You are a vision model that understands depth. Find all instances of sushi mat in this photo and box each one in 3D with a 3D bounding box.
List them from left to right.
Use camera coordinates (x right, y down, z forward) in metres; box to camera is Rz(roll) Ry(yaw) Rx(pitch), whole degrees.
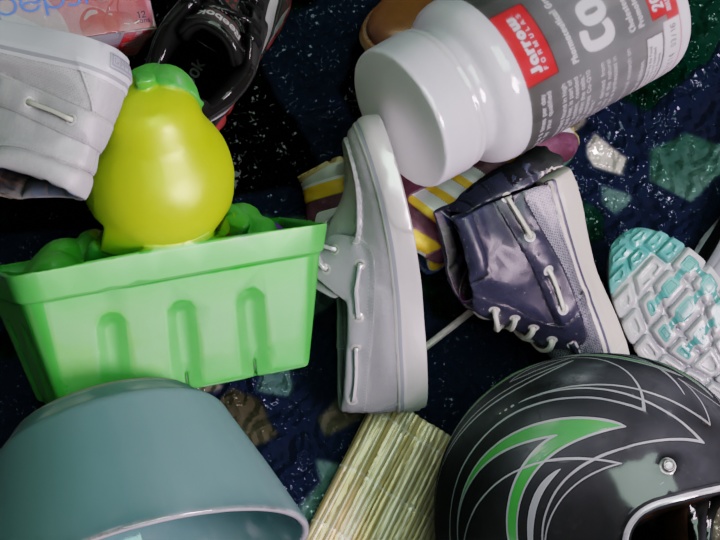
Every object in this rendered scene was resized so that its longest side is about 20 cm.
[{"bbox_3d":[0.008,0.188,1.276,0.096,0.012,0.200,31,70,-11],"label":"sushi mat"}]

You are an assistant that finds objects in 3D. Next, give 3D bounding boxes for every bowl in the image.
[{"bbox_3d":[-0.140,0.134,1.160,0.200,0.201,0.105,-11,66,-19],"label":"bowl"}]

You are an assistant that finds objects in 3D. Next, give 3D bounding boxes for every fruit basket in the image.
[{"bbox_3d":[-0.130,-0.026,1.207,0.215,0.155,0.216,-1,92,-20],"label":"fruit basket"}]

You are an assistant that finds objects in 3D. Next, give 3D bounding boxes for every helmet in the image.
[{"bbox_3d":[0.147,0.145,1.229,0.200,0.200,0.191,12,95,-14],"label":"helmet"}]

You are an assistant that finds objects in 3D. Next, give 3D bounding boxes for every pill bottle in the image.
[{"bbox_3d":[0.104,-0.139,1.260,0.200,0.114,0.114,-30,87,-23],"label":"pill bottle"}]

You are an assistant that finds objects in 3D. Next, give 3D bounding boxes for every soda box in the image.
[{"bbox_3d":[-0.238,-0.164,1.256,0.200,0.063,0.070,-11,81,-20],"label":"soda box"}]

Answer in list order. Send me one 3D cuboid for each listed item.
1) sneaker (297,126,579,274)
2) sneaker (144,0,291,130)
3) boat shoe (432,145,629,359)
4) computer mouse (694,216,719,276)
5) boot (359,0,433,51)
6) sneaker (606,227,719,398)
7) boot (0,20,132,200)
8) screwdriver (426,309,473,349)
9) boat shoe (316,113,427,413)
[{"bbox_3d":[0.059,-0.046,1.323,0.200,0.075,0.090,-13,90,-13],"label":"sneaker"},{"bbox_3d":[-0.088,-0.164,1.285,0.071,0.098,0.201,29,69,-7],"label":"sneaker"},{"bbox_3d":[0.112,0.024,1.297,0.093,0.075,0.200,-25,108,-18],"label":"boat shoe"},{"bbox_3d":[0.304,-0.044,1.407,0.110,0.044,0.200,34,70,-8],"label":"computer mouse"},{"bbox_3d":[0.094,-0.221,1.317,0.200,0.155,0.077,-21,65,-22],"label":"boot"},{"bbox_3d":[0.230,0.055,1.337,0.078,0.091,0.200,-37,98,-1],"label":"sneaker"},{"bbox_3d":[-0.233,-0.096,1.136,0.200,0.074,0.096,11,78,25],"label":"boot"},{"bbox_3d":[0.072,0.031,1.326,0.200,0.029,0.028,-37,90,-22],"label":"screwdriver"},{"bbox_3d":[0.000,0.000,1.249,0.068,0.072,0.200,-9,117,-5],"label":"boat shoe"}]
